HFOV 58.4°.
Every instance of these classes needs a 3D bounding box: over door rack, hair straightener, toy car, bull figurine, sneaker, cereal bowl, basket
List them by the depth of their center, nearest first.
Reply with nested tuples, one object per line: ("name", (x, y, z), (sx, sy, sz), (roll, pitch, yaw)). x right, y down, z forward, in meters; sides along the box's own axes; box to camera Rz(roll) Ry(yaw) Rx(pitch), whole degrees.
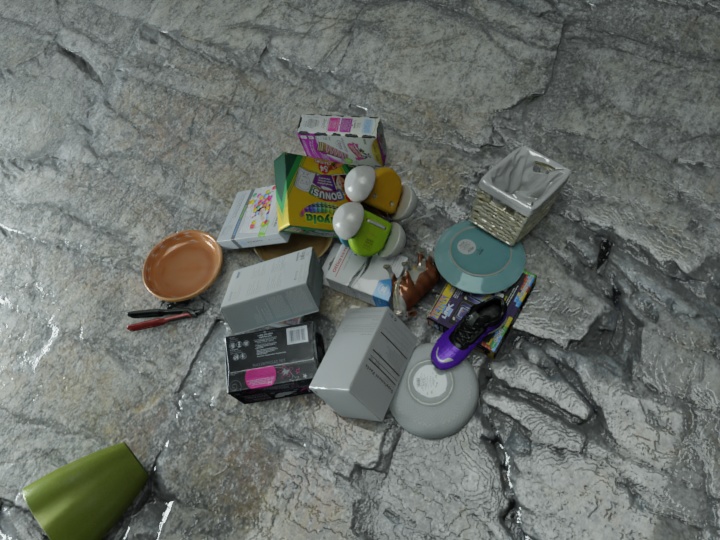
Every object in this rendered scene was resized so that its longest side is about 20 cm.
("sneaker", (0.219, 0.117, 1.300), (0.200, 0.100, 0.070), (-39, 67, -16))
("cereal bowl", (0.148, 0.242, 1.339), (0.199, 0.083, 0.201), (-3, 67, 7))
("bull figurine", (0.108, 0.026, 1.396), (0.065, 0.122, 0.200), (2, 27, 35))
("toy car", (0.015, -0.128, 1.421), (0.150, 0.175, 0.201), (6, 77, 55))
("basket", (0.349, -0.164, 1.422), (0.135, 0.124, 0.200), (35, 50, 21))
("over door rack", (0.082, -0.156, 1.521), (0.200, 0.067, 0.148), (-26, 63, 21))
("hair straightener", (-0.459, 0.087, 1.532), (0.199, 0.041, 0.077), (-14, 66, 3))

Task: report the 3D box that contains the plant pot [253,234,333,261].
("plant pot", (-0.159, -0.083, 1.547), (0.199, 0.028, 0.201), (-3, 56, 5))

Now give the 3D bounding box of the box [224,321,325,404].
("box", (-0.180, 0.201, 1.396), (0.199, 0.115, 0.133), (-10, 64, 4))

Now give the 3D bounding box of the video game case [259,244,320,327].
("video game case", (-0.185, 0.035, 1.520), (0.143, 0.018, 0.201), (9, 68, 14))

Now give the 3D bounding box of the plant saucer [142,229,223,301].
("plant saucer", (-0.425, -0.008, 1.557), (0.199, 0.037, 0.201), (-5, 57, 7))

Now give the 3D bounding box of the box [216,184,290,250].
("box", (-0.236, -0.130, 1.536), (0.199, 0.041, 0.156), (-4, 55, 33))

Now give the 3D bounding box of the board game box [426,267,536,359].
("board game box", (0.265, 0.067, 1.410), (0.165, 0.057, 0.200), (28, 74, 21))

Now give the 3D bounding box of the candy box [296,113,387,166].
("candy box", (-0.042, -0.318, 1.584), (0.199, 0.136, 0.061), (5, 69, 12))

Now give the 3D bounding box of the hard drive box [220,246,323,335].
("hard drive box", (-0.189, 0.042, 1.414), (0.199, 0.077, 0.156), (-15, 30, 12))

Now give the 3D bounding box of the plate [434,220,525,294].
("plate", (0.261, -0.038, 1.409), (0.199, 0.026, 0.201), (-2, 56, 3))

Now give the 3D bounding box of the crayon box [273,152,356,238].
("crayon box", (-0.096, -0.168, 1.487), (0.199, 0.058, 0.173), (4, 72, -35))

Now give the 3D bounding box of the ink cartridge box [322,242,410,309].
("ink cartridge box", (0.000, 0.000, 1.477), (0.199, 0.067, 0.116), (20, 72, 17))

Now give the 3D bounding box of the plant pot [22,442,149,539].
("plant pot", (-0.548, 0.456, 1.330), (0.200, 0.187, 0.187), (-37, 65, -23))

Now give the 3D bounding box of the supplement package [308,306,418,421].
("supplement package", (0.009, 0.190, 1.323), (0.121, 0.120, 0.200), (-5, 47, 45))
